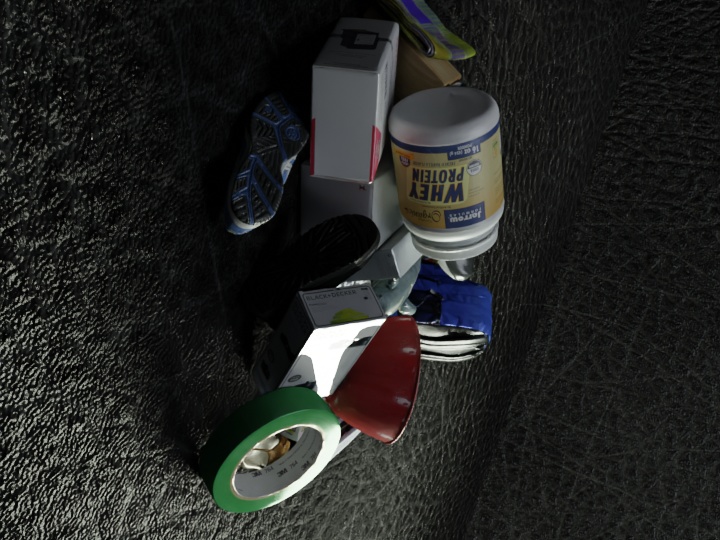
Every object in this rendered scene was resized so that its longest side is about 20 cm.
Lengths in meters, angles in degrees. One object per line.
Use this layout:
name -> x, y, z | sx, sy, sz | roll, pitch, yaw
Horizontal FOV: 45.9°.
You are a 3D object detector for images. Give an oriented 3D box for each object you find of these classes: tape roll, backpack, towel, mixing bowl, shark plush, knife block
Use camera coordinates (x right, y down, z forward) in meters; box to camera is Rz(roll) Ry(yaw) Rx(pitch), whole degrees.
tape roll -> -0.124, 0.251, 1.188 | 0.200, 0.048, 0.201 | -23, 139, -21
backpack -> 0.139, 0.071, 1.537 | 0.163, 0.199, 0.168 | 100, -2, -67
towel -> 0.089, -0.356, 1.216 | 0.023, 0.144, 0.200 | -45, 170, 26
mixing bowl -> 0.007, 0.156, 1.296 | 0.200, 0.108, 0.201 | -168, -90, -74
shark plush -> 0.035, 0.027, 1.378 | 0.200, 0.091, 0.083 | -14, 142, -53
knife block -> 0.099, -0.276, 1.203 | 0.064, 0.175, 0.201 | -39, 130, -54

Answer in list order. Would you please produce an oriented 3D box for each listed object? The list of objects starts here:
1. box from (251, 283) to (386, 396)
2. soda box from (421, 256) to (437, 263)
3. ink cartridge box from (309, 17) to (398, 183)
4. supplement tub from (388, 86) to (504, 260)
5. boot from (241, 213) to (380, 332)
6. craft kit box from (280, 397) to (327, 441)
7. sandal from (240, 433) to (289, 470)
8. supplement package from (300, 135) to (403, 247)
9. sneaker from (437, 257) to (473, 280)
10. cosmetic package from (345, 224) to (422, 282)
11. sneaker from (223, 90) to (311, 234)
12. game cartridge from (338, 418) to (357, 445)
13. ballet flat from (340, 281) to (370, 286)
box -> -0.061, 0.104, 1.161 | 0.116, 0.060, 0.200 | -5, 145, -34
soda box -> 0.134, 0.028, 1.705 | 0.064, 0.068, 0.200 | -58, 154, -30
ink cartridge box -> -0.006, -0.222, 1.086 | 0.200, 0.084, 0.145 | -74, 170, -56
supplement tub -> 0.118, -0.129, 1.139 | 0.144, 0.144, 0.200 | -49, 140, -43
boot -> -0.050, 0.016, 1.172 | 0.211, 0.080, 0.158 | -30, 152, 6
craft kit box -> -0.057, 0.149, 1.393 | 0.200, 0.048, 0.198 | -31, 138, -58
sandal -> -0.134, 0.283, 1.298 | 0.080, 0.054, 0.200 | -62, 156, -21
supplement package -> 0.012, -0.126, 1.233 | 0.200, 0.117, 0.117 | -43, 144, -50
sneaker -> 0.152, -0.083, 1.268 | 0.074, 0.084, 0.201 | -19, 104, -54
cosmetic package -> 0.036, -0.050, 1.302 | 0.200, 0.150, 0.052 | -44, 123, -48
sneaker -> -0.118, -0.131, 1.012 | 0.077, 0.076, 0.200 | -36, -152, 56
game cartridge -> -0.053, 0.298, 1.453 | 0.133, 0.041, 0.200 | -54, 165, 28
ballet flat -> 0.000, 0.000, 1.376 | 0.200, 0.069, 0.070 | -47, 148, -45
